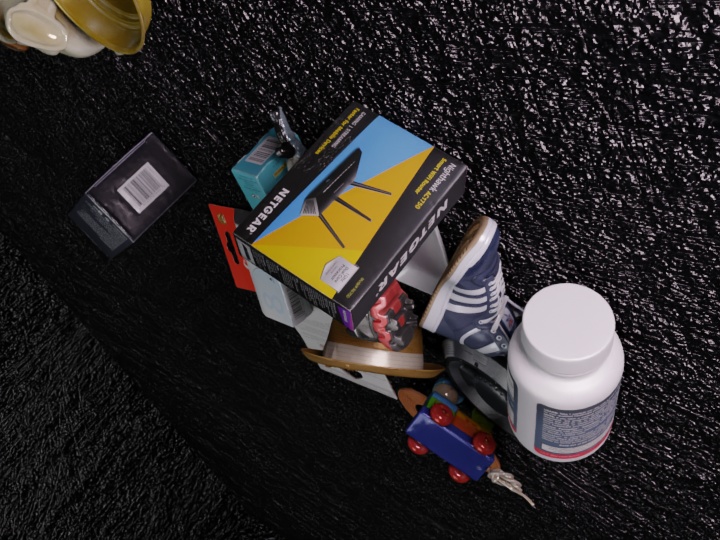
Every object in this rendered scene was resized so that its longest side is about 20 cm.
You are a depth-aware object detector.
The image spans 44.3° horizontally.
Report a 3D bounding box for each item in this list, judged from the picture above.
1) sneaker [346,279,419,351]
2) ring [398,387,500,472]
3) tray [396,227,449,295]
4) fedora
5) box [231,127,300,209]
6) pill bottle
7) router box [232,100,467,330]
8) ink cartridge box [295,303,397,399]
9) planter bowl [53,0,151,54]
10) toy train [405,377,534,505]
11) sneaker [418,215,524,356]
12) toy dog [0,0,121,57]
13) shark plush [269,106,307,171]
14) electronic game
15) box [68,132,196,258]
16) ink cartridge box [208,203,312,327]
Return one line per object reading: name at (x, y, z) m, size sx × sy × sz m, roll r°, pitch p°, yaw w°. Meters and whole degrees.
sneaker at (0.000, 0.000, 1.027) m, size 0.097 × 0.071 × 0.202 m, roll 1°, pitch 117°, yaw 33°
ring at (0.142, 0.248, 1.395) m, size 0.200 × 0.019 × 0.201 m, roll 37°, pitch 163°, yaw 13°
tray at (0.060, -0.044, 1.036) m, size 0.107 × 0.022 × 0.201 m, roll 24°, pitch 151°, yaw 37°
fedora at (0.020, 0.095, 1.209) m, size 0.198 × 0.083 × 0.201 m, roll 8°, pitch 178°, yaw 0°
box at (-0.084, -0.076, 1.130) m, size 0.049 × 0.082 × 0.201 m, roll 20°, pitch 149°, yaw 39°
pill bottle at (0.215, 0.108, 0.936) m, size 0.119 × 0.120 × 0.201 m, roll 29°, pitch 153°, yaw 26°
router box at (-0.008, -0.060, 0.891) m, size 0.148 × 0.200 × 0.051 m, roll 32°, pitch 158°, yaw 18°
ink cartridge box at (-0.029, 0.106, 1.402) m, size 0.199 × 0.045 × 0.177 m, roll 14°, pitch 143°, yaw 48°
planter bowl at (-0.284, -0.346, 0.973) m, size 0.200 × 0.084 × 0.201 m, roll 34°, pitch 156°, yaw 17°
toy train at (0.170, 0.240, 1.253) m, size 0.199 × 0.116 × 0.085 m, roll 34°, pitch 126°, yaw 2°
sneaker at (0.142, 0.024, 0.973) m, size 0.108 × 0.070 × 0.201 m, roll 28°, pitch 146°, yaw 4°
toy dog at (-0.409, -0.346, 1.139) m, size 0.199 × 0.141 × 0.193 m, roll 17°, pitch -177°, yaw 41°
shark plush at (-0.061, -0.099, 1.066) m, size 0.091 × 0.084 × 0.200 m, roll -34°, pitch 112°, yaw 23°
electronic game at (0.184, 0.159, 1.166) m, size 0.200 × 0.042 × 0.200 m, roll 41°, pitch 164°, yaw 14°
box at (-0.369, -0.115, 1.421) m, size 0.104 × 0.148 × 0.200 m, roll 47°, pitch 156°, yaw -13°
ink cartridge box at (-0.169, -0.012, 1.366) m, size 0.199 × 0.047 × 0.161 m, roll 15°, pitch 129°, yaw 44°
